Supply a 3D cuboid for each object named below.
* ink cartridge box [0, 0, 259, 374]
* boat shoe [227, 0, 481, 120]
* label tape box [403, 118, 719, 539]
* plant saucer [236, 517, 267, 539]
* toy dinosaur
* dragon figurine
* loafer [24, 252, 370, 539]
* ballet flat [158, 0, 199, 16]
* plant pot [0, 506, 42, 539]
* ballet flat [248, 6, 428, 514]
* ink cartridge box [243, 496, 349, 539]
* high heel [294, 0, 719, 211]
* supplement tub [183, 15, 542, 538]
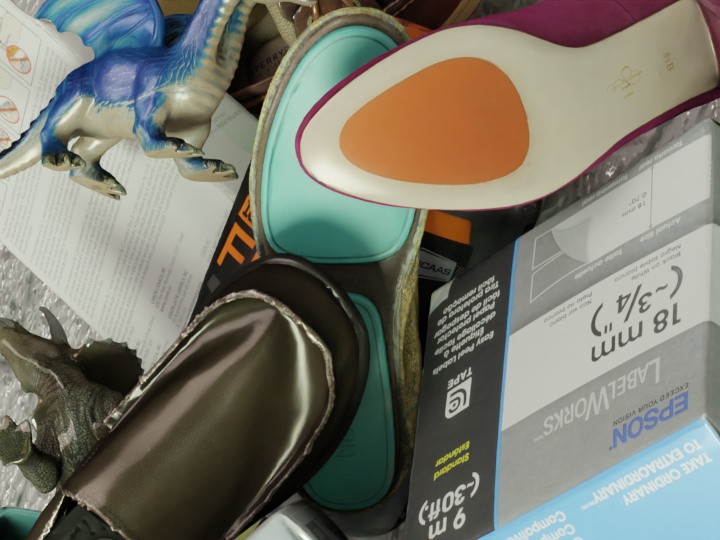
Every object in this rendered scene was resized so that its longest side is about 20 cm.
[{"bbox_3d":[-0.129,-0.055,1.081,0.200,0.050,0.161,43,143,14],"label":"ink cartridge box"},{"bbox_3d":[-0.014,-0.121,1.004,0.200,0.072,0.073,-31,74,45],"label":"boat shoe"},{"bbox_3d":[0.085,0.066,0.772,0.144,0.063,0.201,-34,34,37],"label":"label tape box"},{"bbox_3d":[-0.059,0.059,1.139,0.200,0.031,0.202,-36,46,50],"label":"plant saucer"},{"bbox_3d":[-0.106,0.104,0.960,0.076,0.102,0.202,-18,84,11],"label":"toy dinosaur"},{"bbox_3d":[-0.101,-0.087,0.968,0.199,0.059,0.100,-8,73,29],"label":"dragon figurine"},{"bbox_3d":[-0.067,0.080,0.838,0.200,0.073,0.071,-54,-5,25],"label":"loafer"},{"bbox_3d":[-0.055,-0.179,1.082,0.063,0.069,0.201,1,61,30],"label":"ballet flat"},{"bbox_3d":[-0.130,0.211,1.076,0.200,0.140,0.142,137,141,-64],"label":"plant pot"},{"bbox_3d":[-0.006,-0.007,0.863,0.071,0.070,0.202,-138,44,-59],"label":"ballet flat"},{"bbox_3d":[-0.083,0.166,0.840,0.200,0.050,0.162,-44,-4,-1],"label":"ink cartridge box"},{"bbox_3d":[0.067,-0.068,0.822,0.096,0.198,0.068,-140,40,-73],"label":"high heel"},{"bbox_3d":[0.000,0.000,0.964,0.123,0.122,0.201,44,115,59],"label":"supplement tub"}]
